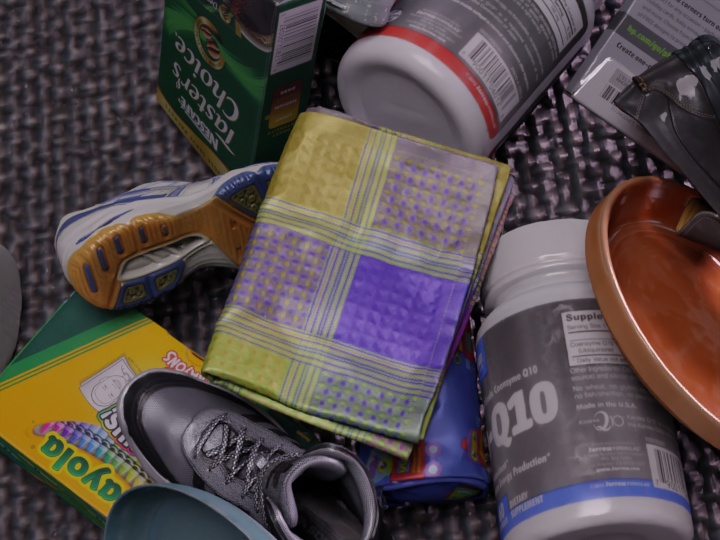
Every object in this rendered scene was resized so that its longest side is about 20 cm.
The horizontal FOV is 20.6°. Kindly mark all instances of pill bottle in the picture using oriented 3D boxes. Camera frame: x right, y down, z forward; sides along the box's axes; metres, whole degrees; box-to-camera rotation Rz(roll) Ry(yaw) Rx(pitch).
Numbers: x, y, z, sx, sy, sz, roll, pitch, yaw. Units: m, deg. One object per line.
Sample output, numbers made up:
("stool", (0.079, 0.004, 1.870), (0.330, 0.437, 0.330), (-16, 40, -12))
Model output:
("pill bottle", (0.129, 0.078, 1.193), (0.113, 0.114, 0.201), (-9, 61, 4))
("pill bottle", (0.084, -0.160, 1.310), (0.116, 0.116, 0.200), (28, 57, 21))

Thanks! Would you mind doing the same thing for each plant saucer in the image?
("plant saucer", (-0.071, 0.204, 1.125), (0.200, 0.201, 0.027), (40, 49, 24))
("plant saucer", (0.210, 0.033, 1.185), (0.032, 0.200, 0.201), (-42, 54, 36))

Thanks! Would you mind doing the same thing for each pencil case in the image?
("pencil case", (0.029, 0.052, 1.229), (0.087, 0.078, 0.201), (-17, 69, 30))

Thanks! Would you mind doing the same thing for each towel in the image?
("towel", (0.000, 0.000, 1.181), (0.143, 0.023, 0.201), (20, 65, 3))

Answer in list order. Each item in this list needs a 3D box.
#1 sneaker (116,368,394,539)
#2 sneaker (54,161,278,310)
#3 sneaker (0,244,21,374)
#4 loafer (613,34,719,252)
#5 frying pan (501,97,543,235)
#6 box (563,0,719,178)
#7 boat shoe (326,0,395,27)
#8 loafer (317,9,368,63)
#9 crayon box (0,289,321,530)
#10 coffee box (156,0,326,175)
("sneaker", (-0.055, 0.114, 1.137), (0.200, 0.114, 0.076), (37, 72, 7))
("sneaker", (-0.103, -0.038, 1.285), (0.199, 0.076, 0.088), (-13, 25, -21))
("sneaker", (-0.287, 0.070, 1.291), (0.088, 0.075, 0.201), (4, 64, 24))
("loafer", (0.221, -0.037, 1.187), (0.072, 0.073, 0.201), (-26, 90, 3))
("frying pan", (0.070, -0.051, 1.319), (0.190, 0.031, 0.115), (-30, 63, -3))
("box", (0.245, -0.149, 1.223), (0.156, 0.041, 0.200), (33, 98, -7))
("boat shoe", (-0.046, -0.201, 1.290), (0.201, 0.070, 0.072), (25, 107, 48))
("loafer", (-0.050, -0.187, 1.379), (0.199, 0.075, 0.070), (17, 63, 17))
("crayon box", (-0.133, 0.108, 1.249), (0.200, 0.058, 0.119), (33, 71, 22))
("coffee box", (-0.081, -0.145, 1.293), (0.044, 0.200, 0.123), (-26, 62, -26))
